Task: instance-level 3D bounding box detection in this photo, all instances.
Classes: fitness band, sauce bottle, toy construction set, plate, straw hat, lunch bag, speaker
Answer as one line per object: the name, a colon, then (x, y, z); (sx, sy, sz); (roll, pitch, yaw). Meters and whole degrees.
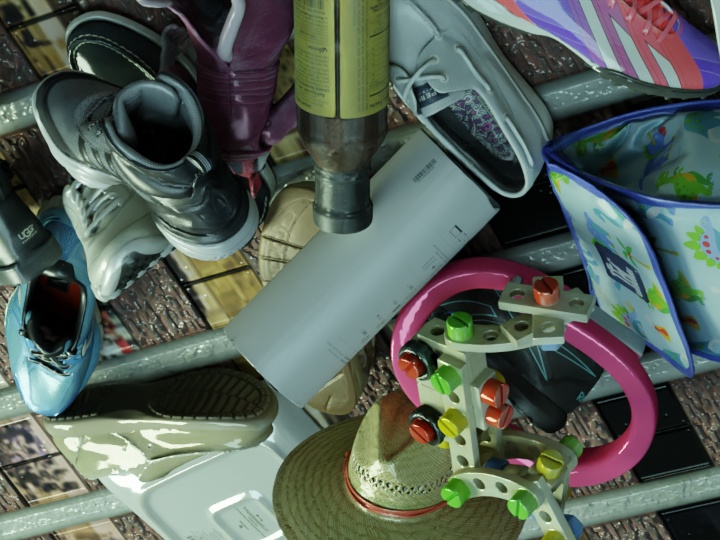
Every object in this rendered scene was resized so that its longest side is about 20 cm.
fitness band: (0.117, 0.074, 1.775); (0.200, 0.037, 0.144); (34, 125, -7)
sauce bottle: (-0.013, -0.120, 1.652); (0.065, 0.065, 0.200); (6, 119, 8)
toy construction set: (0.098, 0.091, 1.715); (0.131, 0.092, 0.200); (23, 125, 32)
plate: (-0.086, 0.193, 2.031); (0.200, 0.032, 0.200); (-26, 121, 32)
straw hat: (0.034, 0.135, 1.843); (0.201, 0.201, 0.085); (10, 128, 5)
lunch bag: (0.234, -0.022, 1.712); (0.200, 0.128, 0.170); (4, 138, 30)
speaker: (0.000, 0.000, 1.744); (0.200, 0.081, 0.081); (-46, 113, 4)

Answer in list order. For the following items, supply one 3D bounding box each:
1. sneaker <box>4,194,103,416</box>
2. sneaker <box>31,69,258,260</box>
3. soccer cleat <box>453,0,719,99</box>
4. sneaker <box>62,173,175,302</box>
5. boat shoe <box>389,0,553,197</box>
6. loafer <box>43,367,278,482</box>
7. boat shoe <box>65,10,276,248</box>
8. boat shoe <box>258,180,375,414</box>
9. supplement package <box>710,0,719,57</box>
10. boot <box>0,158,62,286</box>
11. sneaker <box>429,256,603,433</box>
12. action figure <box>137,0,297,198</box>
sneaker: (-0.235, 0.040, 1.891); (0.078, 0.090, 0.200); (13, 132, 1)
sneaker: (-0.149, -0.096, 1.650); (0.200, 0.075, 0.114); (37, 161, 30)
soccer cleat: (0.154, -0.174, 1.631); (0.200, 0.068, 0.073); (24, 127, -5)
sneaker: (-0.174, -0.034, 1.757); (0.075, 0.200, 0.081); (-38, 102, 1)
boat shoe: (0.054, -0.128, 1.690); (0.072, 0.069, 0.200); (-22, 122, 29)
loafer: (-0.148, 0.124, 1.954); (0.200, 0.076, 0.068); (-3, 120, 28)
boat shoe: (-0.134, -0.097, 1.768); (0.076, 0.060, 0.200); (-32, 117, 34)
boat shoe: (-0.026, 0.011, 1.846); (0.073, 0.063, 0.200); (14, 131, 22)
supplement package: (0.316, -0.192, 1.513); (0.200, 0.156, 0.111); (-4, 129, 17)
boot: (-0.308, -0.088, 1.806); (0.165, 0.066, 0.200); (1, 128, 52)
sneaker: (0.096, 0.026, 1.829); (0.079, 0.075, 0.200); (-43, 107, 6)
action figure: (-0.075, -0.133, 1.674); (0.134, 0.149, 0.200); (1, 117, 5)
